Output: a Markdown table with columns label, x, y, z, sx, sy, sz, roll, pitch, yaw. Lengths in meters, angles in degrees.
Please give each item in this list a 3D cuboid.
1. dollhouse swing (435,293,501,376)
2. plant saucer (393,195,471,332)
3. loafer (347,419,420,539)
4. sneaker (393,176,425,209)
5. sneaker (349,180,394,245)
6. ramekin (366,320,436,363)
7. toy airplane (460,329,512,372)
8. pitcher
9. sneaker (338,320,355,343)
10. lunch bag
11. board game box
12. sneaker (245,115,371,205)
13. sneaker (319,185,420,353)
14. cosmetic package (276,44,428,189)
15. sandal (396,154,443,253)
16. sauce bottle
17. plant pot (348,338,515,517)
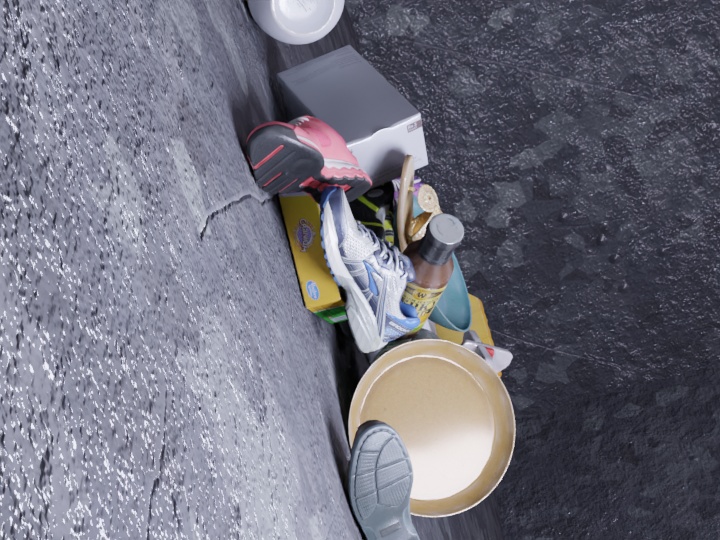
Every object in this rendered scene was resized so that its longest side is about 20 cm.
| label | x | y | z | sx | sy | sz | roll | pitch | yaw |
| --- | --- | --- | --- | --- | --- | --- | --- | --- | --- |
| dollhouse swing | 0.130 | 0.155 | 1.947 | 0.182 | 0.175 | 0.201 | 61 | 13 | -63 |
| plant saucer | 0.087 | -0.005 | 1.659 | 0.200 | 0.036 | 0.200 | 53 | 22 | -32 |
| loafer | 0.020 | 0.243 | 1.315 | 0.063 | 0.072 | 0.201 | -139 | -145 | -64 |
| sneaker | 0.044 | -0.109 | 1.722 | 0.200 | 0.114 | 0.073 | -135 | -140 | -81 |
| sneaker | 0.005 | -0.044 | 1.480 | 0.200 | 0.075 | 0.077 | -78 | 161 | -55 |
| ramekin | 0.047 | 0.050 | 1.828 | 0.200 | 0.097 | 0.201 | -15 | 90 | -84 |
| toy airplane | 0.144 | 0.186 | 1.733 | 0.141 | 0.199 | 0.201 | 37 | 56 | -23 |
| pitcher | -0.103 | -0.375 | 1.572 | 0.172 | 0.121 | 0.200 | 49 | 6 | -26 |
| sneaker | 0.000 | 0.000 | 1.589 | 0.121 | 0.083 | 0.201 | 36 | 42 | -76 |
| lunch bag | 0.070 | 0.161 | 1.547 | 0.200 | 0.139 | 0.169 | -18 | 99 | -83 |
| board game box | -0.053 | -0.047 | 1.437 | 0.153 | 0.040 | 0.201 | 44 | 31 | -78 |
| sneaker | -0.066 | -0.127 | 1.317 | 0.200 | 0.074 | 0.087 | 22 | 41 | -60 |
| sneaker | 0.012 | -0.010 | 1.344 | 0.077 | 0.085 | 0.201 | -95 | 167 | -59 |
| cosmetic package | -0.012 | -0.187 | 1.535 | 0.200 | 0.113 | 0.081 | -125 | -163 | -45 |
| sandal | 0.080 | -0.042 | 1.496 | 0.078 | 0.069 | 0.212 | -67 | 165 | -55 |
| sauce bottle | 0.066 | 0.007 | 1.410 | 0.200 | 0.064 | 0.065 | 112 | -29 | -55 |
| plant pot | 0.079 | 0.179 | 1.425 | 0.027 | 0.199 | 0.201 | 146 | -70 | -71 |
